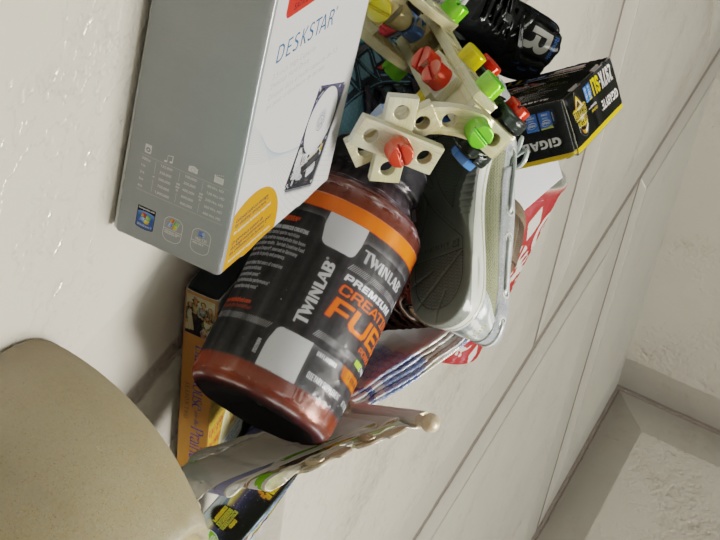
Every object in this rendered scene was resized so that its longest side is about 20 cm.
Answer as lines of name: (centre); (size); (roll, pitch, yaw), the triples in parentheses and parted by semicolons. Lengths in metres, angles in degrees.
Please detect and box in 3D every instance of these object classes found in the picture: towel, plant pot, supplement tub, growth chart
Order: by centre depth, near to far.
plant pot: (-0.166, 0.158, 0.982); (0.201, 0.134, 0.201); (-58, 163, -30)
supplement tub: (-0.027, 0.009, 1.162); (0.201, 0.106, 0.107); (-64, 165, -16)
growth chart: (-0.055, 0.126, 1.188); (0.198, 0.145, 0.018); (-18, 100, -20)
towel: (-0.008, 0.085, 1.350); (0.199, 0.024, 0.147); (-33, -168, -10)

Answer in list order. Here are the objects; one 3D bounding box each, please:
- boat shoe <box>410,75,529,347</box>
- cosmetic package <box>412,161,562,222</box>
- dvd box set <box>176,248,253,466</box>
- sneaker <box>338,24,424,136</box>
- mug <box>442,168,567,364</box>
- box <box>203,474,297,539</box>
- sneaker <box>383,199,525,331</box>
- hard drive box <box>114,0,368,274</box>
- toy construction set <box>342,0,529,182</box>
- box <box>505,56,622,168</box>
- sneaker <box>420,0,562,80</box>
boat shoe: (0.080, -0.047, 1.216); (0.065, 0.074, 0.204); (27, 56, -41)
cosmetic package: (0.067, -0.060, 1.427); (0.200, 0.150, 0.052); (-37, 110, -61)
dvd box set: (-0.087, 0.046, 1.278); (0.147, 0.029, 0.201); (-54, 160, -44)
sneaker: (0.022, -0.134, 1.265); (0.200, 0.095, 0.080); (-48, 156, -50)
mug: (0.086, -0.020, 1.630); (0.177, 0.133, 0.201); (-11, 129, -51)
box: (-0.132, 0.236, 1.322); (0.137, 0.040, 0.200); (-56, 174, 38)
sneaker: (0.042, 0.010, 1.308); (0.200, 0.070, 0.076); (-35, -149, 41)
hard drive box: (-0.064, -0.124, 1.024); (0.156, 0.076, 0.201); (-46, 155, -54)
toy construction set: (0.041, -0.135, 1.155); (0.092, 0.131, 0.201); (-33, -142, 26)
box: (0.094, -0.110, 1.363); (0.160, 0.198, 0.050); (-39, 115, -64)
sneaker: (0.111, -0.201, 1.338); (0.200, 0.111, 0.074); (165, -52, -84)
